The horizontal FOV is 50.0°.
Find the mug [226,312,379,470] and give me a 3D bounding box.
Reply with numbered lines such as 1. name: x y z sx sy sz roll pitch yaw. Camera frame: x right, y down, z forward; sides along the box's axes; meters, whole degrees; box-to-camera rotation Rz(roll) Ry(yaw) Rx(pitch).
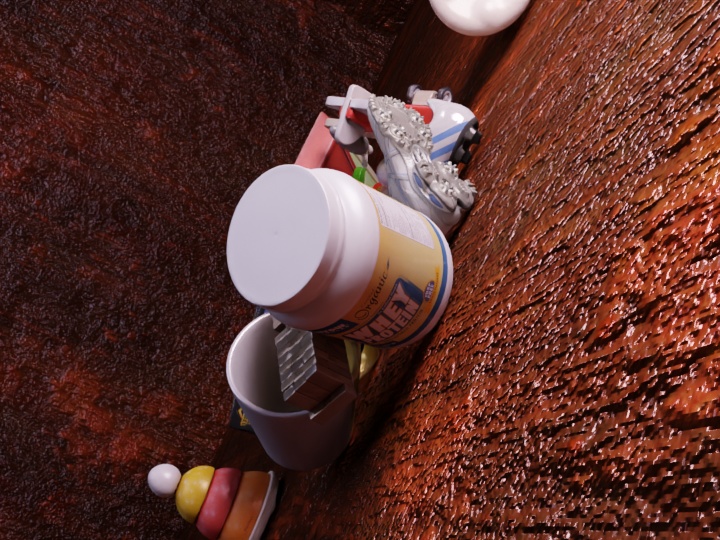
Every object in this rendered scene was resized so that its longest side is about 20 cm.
1. mug: -0.050 0.144 0.888 0.151 0.182 0.155 -110 11 -45

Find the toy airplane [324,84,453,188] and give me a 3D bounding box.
1. toy airplane: 0.039 -0.184 1.076 0.200 0.194 0.145 -82 -5 -74

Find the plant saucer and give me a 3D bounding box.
1. plant saucer: -0.050 -0.115 1.259 0.202 0.036 0.201 -67 -31 -29

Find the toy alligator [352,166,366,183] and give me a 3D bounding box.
1. toy alligator: -0.022 -0.071 1.215 0.054 0.058 0.203 53 -132 -48

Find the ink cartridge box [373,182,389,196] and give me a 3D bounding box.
1. ink cartridge box: 0.038 -0.124 1.232 0.199 0.050 0.165 -24 38 52

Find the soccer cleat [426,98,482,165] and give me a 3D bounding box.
1. soccer cleat: 0.072 -0.116 0.961 0.203 0.086 0.070 -60 -18 10

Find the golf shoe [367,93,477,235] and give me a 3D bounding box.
1. golf shoe: 0.048 -0.117 0.895 0.098 0.077 0.202 -58 46 38

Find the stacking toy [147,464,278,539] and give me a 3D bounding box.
1. stacking toy: -0.237 0.352 1.208 0.148 0.197 0.147 -61 9 16

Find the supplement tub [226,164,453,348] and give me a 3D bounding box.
1. supplement tub: -0.015 -0.010 0.733 0.142 0.198 0.148 -10 72 35

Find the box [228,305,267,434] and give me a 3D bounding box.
1. box: -0.141 0.109 1.119 0.160 0.048 0.204 -109 35 -77

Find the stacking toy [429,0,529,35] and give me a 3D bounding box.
1. stacking toy: 0.176 -0.395 1.085 0.148 0.144 0.200 -62 -9 14

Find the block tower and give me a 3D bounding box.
1. block tower: -0.057 0.057 0.813 0.054 0.057 0.202 -40 42 23

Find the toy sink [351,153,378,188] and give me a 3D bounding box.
1. toy sink: -0.020 -0.130 1.475 0.110 0.201 0.132 -21 31 32
